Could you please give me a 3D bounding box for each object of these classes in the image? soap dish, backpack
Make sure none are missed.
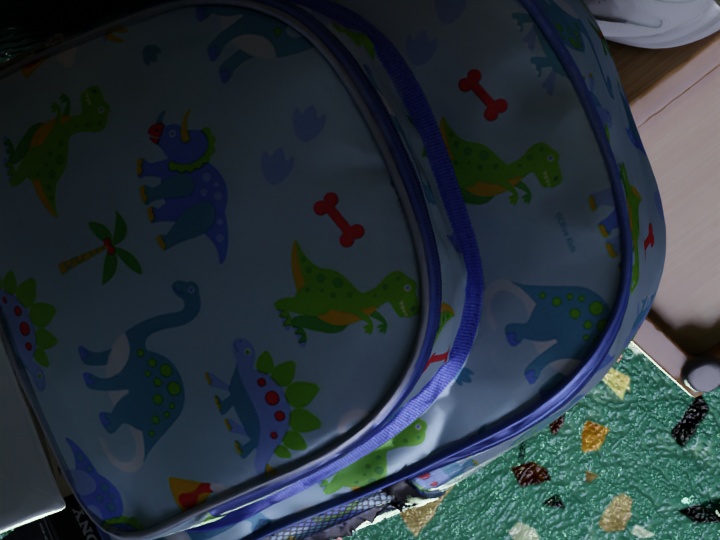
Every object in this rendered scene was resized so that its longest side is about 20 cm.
[{"bbox_3d":[0.141,-0.055,0.768,0.199,0.157,0.082,-37,-146,19],"label":"soap dish"},{"bbox_3d":[-0.014,-0.012,0.657,0.199,0.184,0.147,-24,176,15],"label":"backpack"}]

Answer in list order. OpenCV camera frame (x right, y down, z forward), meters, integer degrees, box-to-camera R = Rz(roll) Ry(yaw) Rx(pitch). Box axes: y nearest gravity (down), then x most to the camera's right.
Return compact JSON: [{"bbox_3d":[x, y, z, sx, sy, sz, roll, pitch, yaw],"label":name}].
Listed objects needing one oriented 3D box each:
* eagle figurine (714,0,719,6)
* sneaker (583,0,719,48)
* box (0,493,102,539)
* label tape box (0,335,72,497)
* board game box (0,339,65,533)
[{"bbox_3d":[0.056,-0.086,0.370,0.151,0.152,0.200,-41,-177,-31],"label":"eagle figurine"},{"bbox_3d":[0.101,-0.124,0.645,0.099,0.076,0.200,10,166,-27],"label":"sneaker"},{"bbox_3d":[-0.044,0.075,0.844,0.199,0.036,0.143,-26,175,-23],"label":"box"},{"bbox_3d":[-0.164,0.032,0.832,0.066,0.144,0.200,-19,177,10],"label":"label tape box"},{"bbox_3d":[-0.165,0.020,0.614,0.064,0.149,0.200,-20,178,-28],"label":"board game box"}]
